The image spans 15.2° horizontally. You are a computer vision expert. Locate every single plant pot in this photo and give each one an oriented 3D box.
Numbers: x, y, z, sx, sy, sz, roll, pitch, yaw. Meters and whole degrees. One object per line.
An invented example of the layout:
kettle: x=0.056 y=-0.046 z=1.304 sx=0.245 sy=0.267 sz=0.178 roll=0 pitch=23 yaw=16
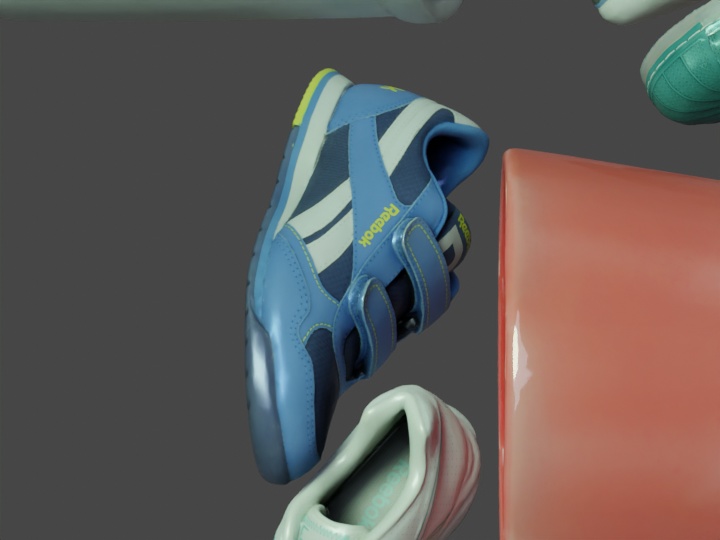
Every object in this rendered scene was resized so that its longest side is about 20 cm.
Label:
plant pot: x=0.140 y=0.053 z=1.025 sx=0.177 sy=0.201 sz=0.201 roll=0 pitch=71 yaw=3

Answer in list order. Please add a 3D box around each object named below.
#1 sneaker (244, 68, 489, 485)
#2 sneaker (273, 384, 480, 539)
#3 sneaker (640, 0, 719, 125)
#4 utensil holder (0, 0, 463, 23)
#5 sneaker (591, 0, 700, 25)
sneaker: x=0.000 y=0.000 z=1.110 sx=0.082 sy=0.074 sz=0.201 roll=10 pitch=55 yaw=7
sneaker: x=-0.020 y=0.133 z=1.087 sx=0.070 sy=0.080 sz=0.201 roll=23 pitch=79 yaw=18
sneaker: x=0.218 y=-0.084 z=1.109 sx=0.199 sy=0.071 sz=0.080 roll=-14 pitch=65 yaw=7
utensil holder: x=-0.062 y=-0.187 z=1.160 sx=0.199 sy=0.170 sz=0.171 roll=-1 pitch=71 yaw=15
sneaker: x=0.192 y=-0.147 z=1.142 sx=0.199 sy=0.072 sz=0.073 roll=-25 pitch=98 yaw=12
